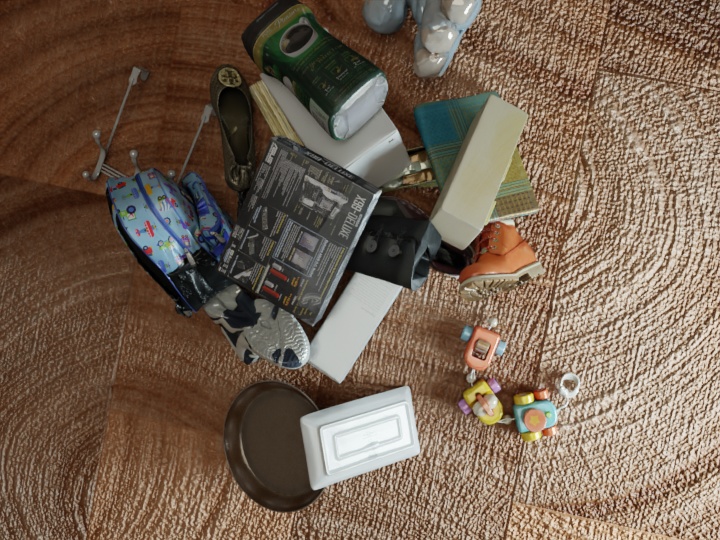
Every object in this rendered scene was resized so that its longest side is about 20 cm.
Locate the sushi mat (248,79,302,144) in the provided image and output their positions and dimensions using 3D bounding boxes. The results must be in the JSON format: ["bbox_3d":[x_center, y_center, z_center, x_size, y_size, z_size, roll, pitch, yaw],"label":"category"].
[{"bbox_3d":[-0.089,-0.222,1.195,0.095,0.012,0.202,-30,88,4],"label":"sushi mat"}]

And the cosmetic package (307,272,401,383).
[{"bbox_3d":[-0.001,0.061,1.147,0.071,0.101,0.201,32,93,4],"label":"cosmetic package"}]

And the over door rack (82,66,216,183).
[{"bbox_3d":[-0.332,-0.203,1.190,0.146,0.067,0.202,27,93,3],"label":"over door rack"}]

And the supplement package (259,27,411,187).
[{"bbox_3d":[-0.034,-0.216,1.099,0.119,0.121,0.201,-34,70,3],"label":"supplement package"}]

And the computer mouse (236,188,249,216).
[{"bbox_3d":[-0.120,-0.058,1.180,0.138,0.046,0.203,-16,92,11],"label":"computer mouse"}]

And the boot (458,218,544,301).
[{"bbox_3d":[0.186,-0.020,1.096,0.075,0.199,0.109,-27,82,35],"label":"boot"}]

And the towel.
[{"bbox_3d":[0.169,-0.164,1.122,0.145,0.022,0.203,-12,74,-16],"label":"towel"}]

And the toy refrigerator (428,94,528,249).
[{"bbox_3d":[0.164,-0.136,1.059,0.069,0.076,0.202,27,66,-3],"label":"toy refrigerator"}]

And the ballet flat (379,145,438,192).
[{"bbox_3d":[0.093,-0.159,1.153,0.197,0.071,0.072,-12,90,5],"label":"ballet flat"}]

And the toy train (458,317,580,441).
[{"bbox_3d":[0.228,0.171,1.151,0.198,0.056,0.152,27,93,5],"label":"toy train"}]

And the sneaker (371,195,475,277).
[{"bbox_3d":[0.083,-0.053,1.129,0.198,0.116,0.077,26,96,4],"label":"sneaker"}]

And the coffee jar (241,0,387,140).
[{"bbox_3d":[-0.064,-0.272,1.010,0.104,0.085,0.200,-42,71,-8],"label":"coffee jar"}]

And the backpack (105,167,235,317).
[{"bbox_3d":[-0.268,-0.066,1.099,0.134,0.183,0.201,-33,131,0],"label":"backpack"}]

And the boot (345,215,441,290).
[{"bbox_3d":[0.000,-0.001,1.062,0.198,0.065,0.167,13,83,30],"label":"boot"}]

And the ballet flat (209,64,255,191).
[{"bbox_3d":[-0.191,-0.222,1.164,0.066,0.046,0.203,-3,80,-21],"label":"ballet flat"}]

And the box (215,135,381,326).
[{"bbox_3d":[-0.084,-0.053,1.013,0.156,0.050,0.202,28,106,7],"label":"box"}]

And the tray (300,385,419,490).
[{"bbox_3d":[0.008,0.246,1.130,0.198,0.022,0.109,-10,91,-33],"label":"tray"}]

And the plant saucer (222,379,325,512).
[{"bbox_3d":[-0.122,0.266,1.168,0.198,0.032,0.204,2,95,28],"label":"plant saucer"}]

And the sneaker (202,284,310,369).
[{"bbox_3d":[-0.141,0.103,1.142,0.197,0.130,0.080,23,67,26],"label":"sneaker"}]

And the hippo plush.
[{"bbox_3d":[0.089,-0.398,1.104,0.160,0.159,0.201,32,94,3],"label":"hippo plush"}]
